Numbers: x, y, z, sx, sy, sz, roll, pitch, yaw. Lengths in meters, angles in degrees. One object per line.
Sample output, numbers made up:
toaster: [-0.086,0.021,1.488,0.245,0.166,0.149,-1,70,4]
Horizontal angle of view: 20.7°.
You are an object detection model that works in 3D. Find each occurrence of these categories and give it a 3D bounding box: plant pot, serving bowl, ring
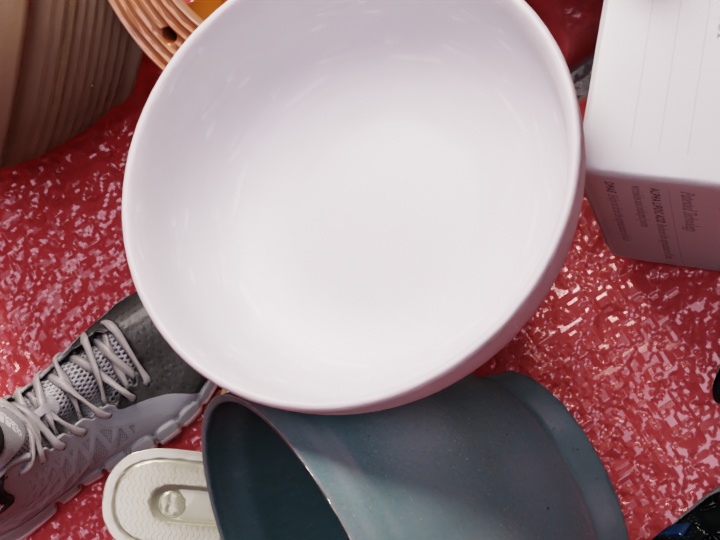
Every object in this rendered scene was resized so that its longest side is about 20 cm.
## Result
plant pot: [0.034,0.123,0.873,0.134,0.200,0.201,-22,76,-21]
plant pot: [-0.161,-0.140,1.006,0.093,0.201,0.201,5,82,-18]
serving bowl: [0.003,-0.032,0.823,0.200,0.066,0.200,-7,71,20]
ring: [-0.043,-0.162,0.881,0.200,0.019,0.201,14,118,27]

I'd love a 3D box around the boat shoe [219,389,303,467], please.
boat shoe: [0.000,0.000,0.954,0.065,0.072,0.200,27,94,14]

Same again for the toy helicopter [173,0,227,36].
toy helicopter: [-0.020,-0.156,0.954,0.079,0.132,0.200,48,134,14]

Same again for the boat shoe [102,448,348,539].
boat shoe: [-0.029,0.132,0.988,0.200,0.068,0.072,13,76,-2]

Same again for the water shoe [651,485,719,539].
water shoe: [0.147,0.166,0.935,0.200,0.079,0.072,-40,76,4]

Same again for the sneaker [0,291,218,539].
sneaker: [-0.150,0.072,0.992,0.200,0.115,0.075,-43,76,4]

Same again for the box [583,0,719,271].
box: [0.184,-0.110,0.902,0.130,0.200,0.199,7,81,13]

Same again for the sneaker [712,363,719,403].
sneaker: [0.250,0.093,0.914,0.200,0.071,0.080,39,56,21]
